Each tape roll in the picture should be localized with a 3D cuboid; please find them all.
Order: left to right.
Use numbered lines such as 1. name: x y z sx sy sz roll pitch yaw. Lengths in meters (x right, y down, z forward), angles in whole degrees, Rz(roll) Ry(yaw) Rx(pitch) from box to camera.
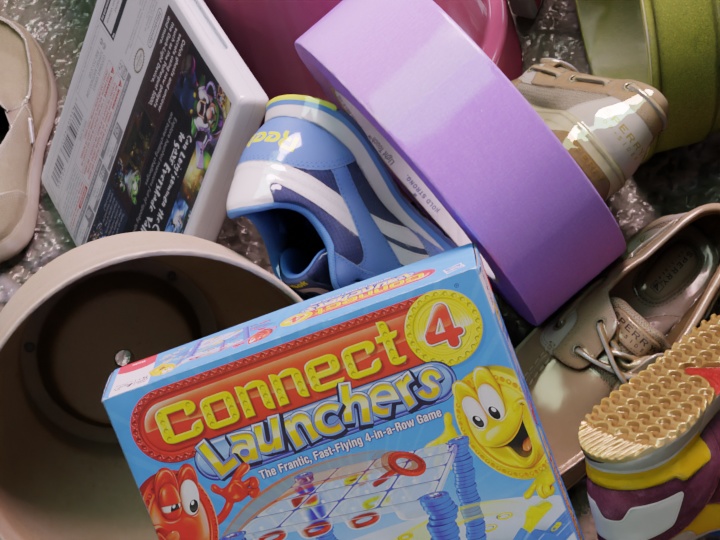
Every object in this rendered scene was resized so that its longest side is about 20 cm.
1. tape roll: 0.053 -0.066 1.232 0.066 0.200 0.200 -40 51 -1

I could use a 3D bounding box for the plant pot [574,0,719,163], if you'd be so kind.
1. plant pot: 0.230 -0.176 1.304 0.193 0.200 0.200 -11 51 -4

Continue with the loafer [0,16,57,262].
1. loafer: -0.240 -0.096 1.475 0.076 0.068 0.200 -15 51 9

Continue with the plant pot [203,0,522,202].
1. plant pot: -0.017 -0.163 1.374 0.200 0.179 0.200 -10 51 12

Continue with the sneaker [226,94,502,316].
1. sneaker: 0.000 0.000 1.245 0.074 0.200 0.082 -17 32 50

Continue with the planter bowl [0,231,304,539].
1. planter bowl: -0.120 0.063 1.250 0.200 0.200 0.135 -31 24 -4

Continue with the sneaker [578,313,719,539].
1. sneaker: 0.189 0.085 1.191 0.200 0.090 0.075 -27 28 -33

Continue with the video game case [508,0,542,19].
1. video game case: 0.110 -0.246 1.357 0.017 0.200 0.143 18 81 12

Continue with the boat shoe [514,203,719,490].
1. boat shoe: 0.132 0.039 1.225 0.071 0.065 0.200 38 68 -2

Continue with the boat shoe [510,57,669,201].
1. boat shoe: 0.123 -0.085 1.283 0.063 0.073 0.201 -40 9 2

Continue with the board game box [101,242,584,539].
1. board game box: -0.001 0.113 1.157 0.200 0.196 0.056 -20 12 5

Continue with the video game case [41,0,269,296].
1. video game case: -0.126 -0.075 1.356 0.023 0.200 0.182 -1 41 -32
